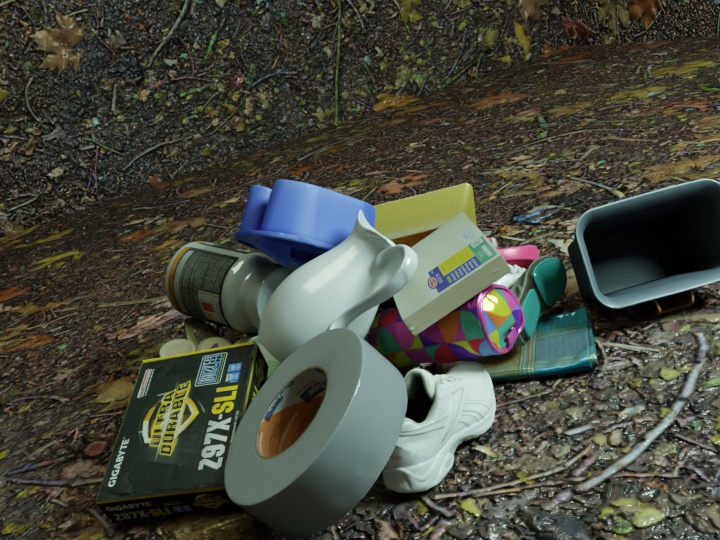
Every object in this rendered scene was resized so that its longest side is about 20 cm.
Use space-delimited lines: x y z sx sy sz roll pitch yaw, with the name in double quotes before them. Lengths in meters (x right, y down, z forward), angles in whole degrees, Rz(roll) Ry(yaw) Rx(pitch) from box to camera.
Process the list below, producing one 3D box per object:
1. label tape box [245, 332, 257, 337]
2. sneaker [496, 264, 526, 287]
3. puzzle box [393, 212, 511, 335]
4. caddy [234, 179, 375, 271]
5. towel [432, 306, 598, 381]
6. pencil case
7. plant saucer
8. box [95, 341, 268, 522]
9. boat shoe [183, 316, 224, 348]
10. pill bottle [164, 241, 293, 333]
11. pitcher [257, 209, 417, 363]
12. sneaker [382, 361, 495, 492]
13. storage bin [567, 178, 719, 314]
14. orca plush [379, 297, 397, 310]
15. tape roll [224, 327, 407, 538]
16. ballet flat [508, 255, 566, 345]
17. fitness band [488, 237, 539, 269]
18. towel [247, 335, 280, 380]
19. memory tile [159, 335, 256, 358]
"label tape box" -0.082 0.065 1.184 0.142 0.067 0.201 -10 28 13
"sneaker" 0.163 0.036 1.068 0.198 0.082 0.075 1 -23 -25
"puzzle box" 0.097 -0.001 0.934 0.132 0.026 0.200 -34 17 6
"caddy" -0.071 -0.047 1.037 0.198 0.106 0.141 15 -11 -35
"towel" 0.193 0.095 0.968 0.198 0.022 0.147 -9 20 16
"pencil case" 0.099 0.072 0.926 0.088 0.089 0.199 -32 9 -40
"plant saucer" 0.091 -0.038 1.220 0.198 0.201 0.049 -13 56 5
"box" -0.197 0.181 0.887 0.158 0.050 0.201 -9 41 12
"boat shoe" -0.218 0.125 1.127 0.062 0.074 0.200 -13 29 -15
"pill bottle" -0.180 0.026 1.109 0.198 0.118 0.116 12 32 39
"pitcher" -0.023 0.037 0.907 0.200 0.121 0.172 -48 19 -2
"sneaker" 0.084 0.138 0.811 0.077 0.100 0.200 -2 23 33
"storage bin" 0.371 -0.016 1.000 0.198 0.147 0.134 -15 -8 -1
"orca plush" 0.000 0.000 1.148 0.071 0.201 0.105 -42 14 -29
"tape roll" -0.047 0.157 0.767 0.200 0.066 0.201 -40 23 21
"ballet flat" 0.210 0.036 0.995 0.063 0.068 0.200 -16 14 35
"fitness band" 0.165 -0.009 1.146 0.198 0.038 0.143 -11 -12 21
"towel" -0.073 0.143 0.960 0.147 0.031 0.201 -12 35 1
"memory tile" -0.171 0.137 1.018 0.197 0.017 0.154 -3 34 -3
